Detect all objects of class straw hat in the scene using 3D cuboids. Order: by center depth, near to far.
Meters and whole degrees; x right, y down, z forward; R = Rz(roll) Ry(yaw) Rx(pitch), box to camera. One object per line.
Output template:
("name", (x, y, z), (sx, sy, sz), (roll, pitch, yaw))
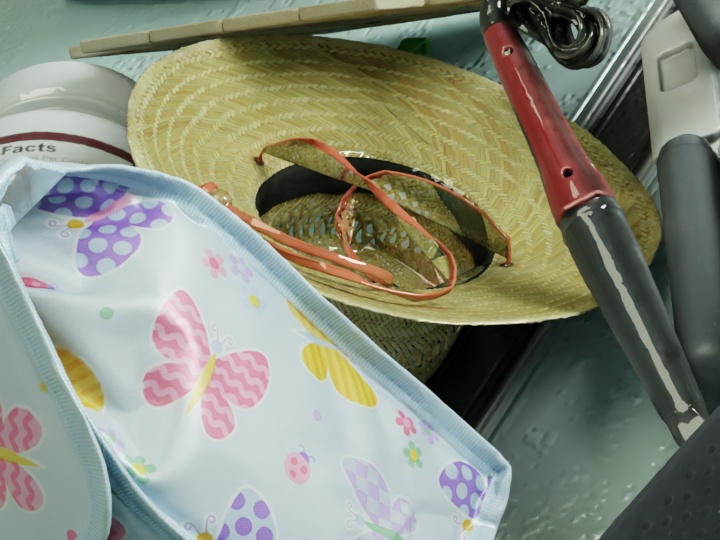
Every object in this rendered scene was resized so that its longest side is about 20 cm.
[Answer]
("straw hat", (0.000, 0.000, 0.870), (0.200, 0.085, 0.201), (12, 28, -6))

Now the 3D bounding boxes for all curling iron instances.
("curling iron", (0.077, -0.028, 0.811), (0.050, 0.026, 0.201), (-40, 48, 34))

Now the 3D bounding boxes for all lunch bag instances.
("lunch bag", (-0.087, 0.065, 0.744), (0.169, 0.200, 0.127), (-24, 32, 40))

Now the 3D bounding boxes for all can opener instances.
("can opener", (0.118, -0.042, 0.845), (0.053, 0.067, 0.200), (-21, 37, 19))

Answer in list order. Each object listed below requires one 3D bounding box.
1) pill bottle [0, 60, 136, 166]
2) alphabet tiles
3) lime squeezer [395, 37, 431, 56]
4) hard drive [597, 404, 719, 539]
("pill bottle", (-0.116, 0.015, 0.933), (0.113, 0.113, 0.200), (-21, 36, 19))
("alphabet tiles", (-0.005, -0.097, 0.972), (0.199, 0.006, 0.166), (-5, 4, 33))
("lime squeezer", (-0.030, -0.019, 0.982), (0.070, 0.038, 0.200), (12, 48, 8))
("hard drive", (0.102, 0.112, 0.659), (0.200, 0.042, 0.135), (-50, 34, 5))
